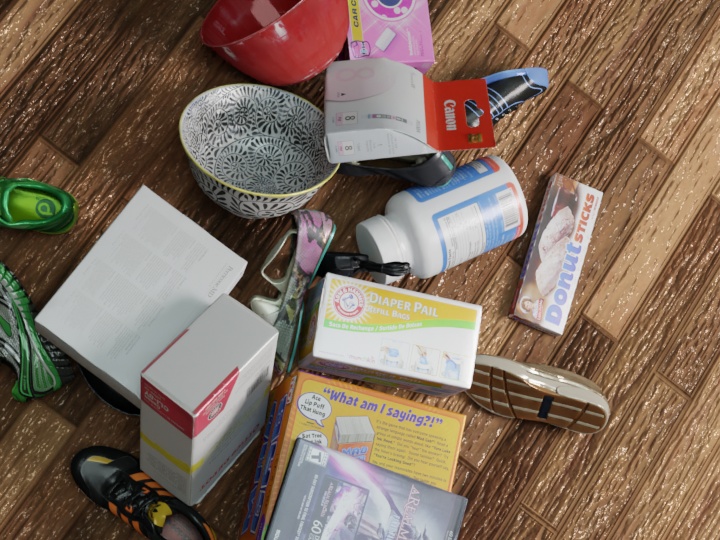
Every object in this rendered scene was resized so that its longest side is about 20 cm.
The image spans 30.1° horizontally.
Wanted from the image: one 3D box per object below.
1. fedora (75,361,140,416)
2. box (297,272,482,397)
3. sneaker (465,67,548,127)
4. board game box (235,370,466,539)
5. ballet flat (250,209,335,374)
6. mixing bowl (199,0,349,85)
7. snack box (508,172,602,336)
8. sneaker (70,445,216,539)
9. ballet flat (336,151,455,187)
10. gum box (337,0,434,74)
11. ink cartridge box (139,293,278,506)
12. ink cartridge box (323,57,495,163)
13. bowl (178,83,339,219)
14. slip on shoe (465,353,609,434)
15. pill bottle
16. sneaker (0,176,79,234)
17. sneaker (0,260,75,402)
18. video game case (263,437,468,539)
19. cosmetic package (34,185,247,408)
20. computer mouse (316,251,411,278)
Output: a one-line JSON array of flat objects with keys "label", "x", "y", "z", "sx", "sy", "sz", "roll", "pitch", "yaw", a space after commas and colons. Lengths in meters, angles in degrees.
[{"label": "fedora", "x": -0.248, "y": 0.067, "z": 1.567, "sx": 0.198, "sy": 0.092, "sz": 0.204, "roll": 3, "pitch": 79, "yaw": -13}, {"label": "box", "x": 0.033, "y": 0.081, "z": 1.621, "sx": 0.197, "sy": 0.112, "sz": 0.103, "roll": 12, "pitch": 77, "yaw": -9}, {"label": "sneaker", "x": 0.156, "y": -0.206, "z": 1.732, "sx": 0.197, "sy": 0.070, "sz": 0.079, "roll": -14, "pitch": 86, "yaw": -9}, {"label": "board game box", "x": -0.016, "y": 0.246, "z": 1.530, "sx": 0.197, "sy": 0.200, "sz": 0.203, "roll": 16, "pitch": 76, "yaw": -9}, {"label": "ballet flat", "x": -0.091, "y": 0.021, "z": 1.606, "sx": 0.070, "sy": 0.069, "sz": 0.203, "roll": 16, "pitch": 98, "yaw": -16}, {"label": "mixing bowl", "x": -0.088, "y": -0.300, "z": 1.645, "sx": 0.200, "sy": 0.199, "sz": 0.109, "roll": -46, "pitch": 122, "yaw": -17}, {"label": "snack box", "x": 0.254, "y": -0.021, "z": 1.737, "sx": 0.071, "sy": 0.024, "sz": 0.202, "roll": 21, "pitch": 75, "yaw": -10}, {"label": "sneaker", "x": -0.243, "y": 0.265, "z": 1.531, "sx": 0.199, "sy": 0.090, "sz": 0.070, "roll": 38, "pitch": 73, "yaw": -4}, {"label": "ballet flat", "x": 0.021, "y": -0.150, "z": 1.639, "sx": 0.198, "sy": 0.073, "sz": 0.074, "roll": 13, "pitch": 74, "yaw": 24}, {"label": "gum box", "x": 0.024, "y": -0.341, "z": 1.724, "sx": 0.112, "sy": 0.066, "sz": 0.203, "roll": -5, "pitch": 80, "yaw": -15}, {"label": "ink cartridge box", "x": -0.172, "y": 0.147, "z": 1.493, "sx": 0.083, "sy": 0.201, "sz": 0.145, "roll": 32, "pitch": 54, "yaw": 16}, {"label": "ink cartridge box", "x": 0.056, "y": -0.199, "z": 1.606, "sx": 0.197, "sy": 0.058, "sz": 0.164, "roll": -8, "pitch": 38, "yaw": 6}, {"label": "bowl", "x": -0.127, "y": -0.126, "z": 1.618, "sx": 0.198, "sy": 0.095, "sz": 0.202, "roll": 9, "pitch": 45, "yaw": -9}, {"label": "slip on shoe", "x": 0.217, "y": 0.144, "z": 1.681, "sx": 0.197, "sy": 0.077, "sz": 0.061, "roll": 15, "pitch": 36, "yaw": -2}, {"label": "pill bottle", "x": 0.098, "y": -0.058, "z": 1.664, "sx": 0.198, "sy": 0.112, "sz": 0.113, "roll": -23, "pitch": 85, "yaw": -16}, {"label": "sneaker", "x": -0.428, "y": -0.083, "z": 1.560, "sx": 0.197, "sy": 0.084, "sz": 0.075, "roll": 0, "pitch": 79, "yaw": -12}, {"label": "sneaker", "x": -0.412, "y": 0.059, "z": 1.539, "sx": 0.085, "sy": 0.078, "sz": 0.201, "roll": -32, "pitch": 88, "yaw": -16}, {"label": "video game case", "x": 0.003, "y": 0.278, "z": 1.415, "sx": 0.198, "sy": 0.019, "sz": 0.145, "roll": 20, "pitch": 75, "yaw": -8}, {"label": "cosmetic package", "x": -0.244, "y": 0.029, "z": 1.502, "sx": 0.150, "sy": 0.052, "sz": 0.201, "roll": 35, "pitch": 69, "yaw": 3}, {"label": "computer mouse", "x": 0.000, "y": 0.000, "z": 1.590, "sx": 0.058, "sy": 0.199, "sz": 0.035, "roll": 0, "pitch": 94, "yaw": -26}]
